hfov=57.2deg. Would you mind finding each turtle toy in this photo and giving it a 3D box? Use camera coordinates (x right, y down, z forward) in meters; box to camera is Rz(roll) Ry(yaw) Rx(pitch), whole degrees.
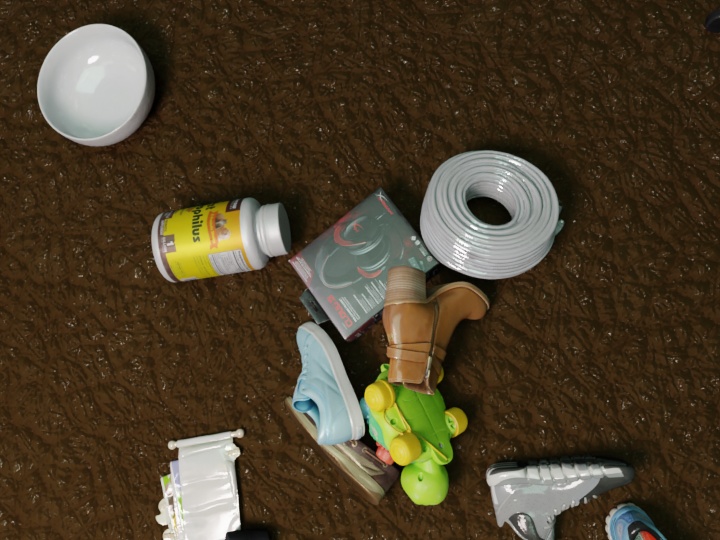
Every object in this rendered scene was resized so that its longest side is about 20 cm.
[{"bbox_3d":[0.070,0.225,0.921,0.101,0.144,0.203,-38,71,43],"label":"turtle toy"}]

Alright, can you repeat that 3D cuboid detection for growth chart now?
[{"bbox_3d":[-0.242,0.348,0.999,0.142,0.018,0.204,-5,79,8],"label":"growth chart"}]

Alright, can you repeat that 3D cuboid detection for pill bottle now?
[{"bbox_3d":[-0.210,-0.049,1.018,0.196,0.109,0.112,-9,79,7],"label":"pill bottle"}]

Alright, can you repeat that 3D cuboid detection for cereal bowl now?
[{"bbox_3d":[-0.432,-0.300,1.111,0.196,0.083,0.205,-2,79,8],"label":"cereal bowl"}]

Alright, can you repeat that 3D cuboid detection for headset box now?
[{"bbox_3d":[0.000,0.000,0.993,0.199,0.075,0.150,-38,78,1],"label":"headset box"}]

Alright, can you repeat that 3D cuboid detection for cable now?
[{"bbox_3d":[0.185,-0.082,0.951,0.198,0.070,0.201,31,61,15],"label":"cable"}]

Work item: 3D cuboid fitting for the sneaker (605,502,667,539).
[{"bbox_3d":[0.392,0.406,0.852,0.078,0.090,0.202,-34,78,2],"label":"sneaker"}]

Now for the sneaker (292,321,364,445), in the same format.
[{"bbox_3d":[-0.066,0.157,0.941,0.081,0.075,0.201,-12,46,-23],"label":"sneaker"}]

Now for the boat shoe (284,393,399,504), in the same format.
[{"bbox_3d":[-0.026,0.244,0.964,0.199,0.073,0.072,41,68,18],"label":"boat shoe"}]

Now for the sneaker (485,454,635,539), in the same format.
[{"bbox_3d":[0.276,0.319,0.902,0.196,0.075,0.118,-8,83,18],"label":"sneaker"}]

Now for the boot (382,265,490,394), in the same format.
[{"bbox_3d":[0.104,0.092,0.912,0.073,0.197,0.158,-20,62,49],"label":"boot"}]

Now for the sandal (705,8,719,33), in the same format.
[{"bbox_3d":[0.614,-0.377,0.967,0.196,0.075,0.046,8,82,13],"label":"sandal"}]

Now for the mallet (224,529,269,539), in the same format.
[{"bbox_3d":[-0.179,0.474,0.949,0.065,0.041,0.204,13,85,-19],"label":"mallet"}]
